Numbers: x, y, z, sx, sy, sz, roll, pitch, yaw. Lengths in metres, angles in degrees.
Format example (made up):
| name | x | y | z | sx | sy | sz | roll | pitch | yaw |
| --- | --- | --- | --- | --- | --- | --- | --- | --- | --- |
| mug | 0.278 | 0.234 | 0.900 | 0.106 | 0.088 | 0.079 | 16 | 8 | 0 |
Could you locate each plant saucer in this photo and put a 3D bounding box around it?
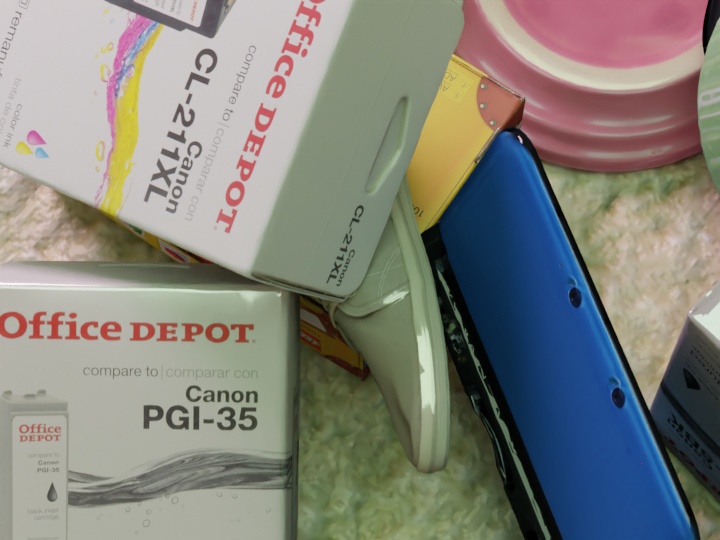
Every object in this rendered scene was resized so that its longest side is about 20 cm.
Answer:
| name | x | y | z | sx | sy | sz | roll | pitch | yaw |
| --- | --- | --- | --- | --- | --- | --- | --- | --- | --- |
| plant saucer | 0.130 | -0.152 | 1.049 | 0.200 | 0.051 | 0.201 | 0 | 70 | -1 |

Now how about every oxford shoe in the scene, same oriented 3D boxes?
| name | x | y | z | sx | sy | sz | roll | pitch | yaw |
| --- | --- | --- | --- | --- | --- | --- | --- | --- | --- |
| oxford shoe | 0.000 | 0.000 | 0.901 | 0.058 | 0.075 | 0.200 | -10 | 67 | -11 |

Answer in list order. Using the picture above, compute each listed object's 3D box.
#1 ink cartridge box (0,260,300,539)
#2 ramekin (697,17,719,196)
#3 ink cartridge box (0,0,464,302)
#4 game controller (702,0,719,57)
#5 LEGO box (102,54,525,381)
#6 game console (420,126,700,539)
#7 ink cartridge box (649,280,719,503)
| name | x | y | z | sx | sy | sz | roll | pitch | yaw |
| --- | --- | --- | --- | --- | --- | --- | --- | --- | --- |
| ink cartridge box | -0.102 | 0.099 | 0.907 | 0.146 | 0.083 | 0.200 | 1 | 94 | 1 |
| ramekin | 0.257 | -0.079 | 0.945 | 0.200 | 0.098 | 0.200 | 0 | 89 | -13 |
| ink cartridge box | -0.075 | -0.091 | 0.877 | 0.200 | 0.083 | 0.146 | 23 | 94 | 31 |
| game controller | 0.270 | -0.115 | 1.020 | 0.200 | 0.042 | 0.104 | 19 | 85 | -12 |
| LEGO box | -0.040 | -0.065 | 1.003 | 0.200 | 0.077 | 0.149 | 33 | 74 | 11 |
| game console | 0.113 | 0.050 | 0.897 | 0.118 | 0.171 | 0.200 | -33 | 69 | 35 |
| ink cartridge box | 0.211 | 0.072 | 0.891 | 0.083 | 0.200 | 0.147 | -40 | 75 | -10 |
